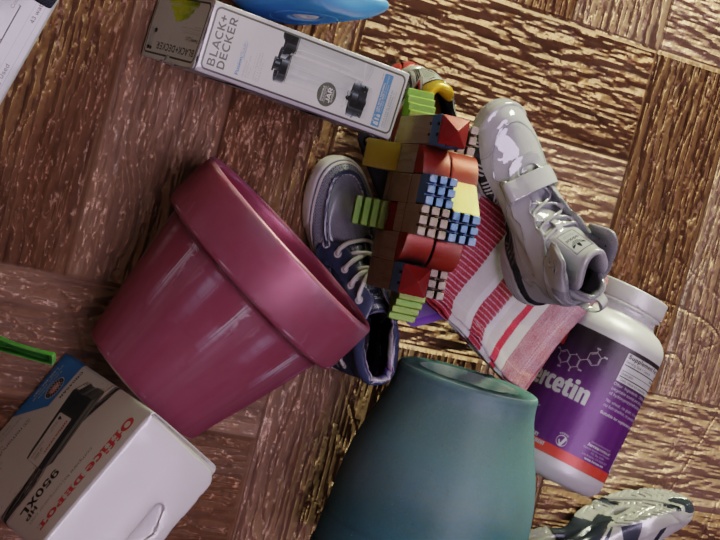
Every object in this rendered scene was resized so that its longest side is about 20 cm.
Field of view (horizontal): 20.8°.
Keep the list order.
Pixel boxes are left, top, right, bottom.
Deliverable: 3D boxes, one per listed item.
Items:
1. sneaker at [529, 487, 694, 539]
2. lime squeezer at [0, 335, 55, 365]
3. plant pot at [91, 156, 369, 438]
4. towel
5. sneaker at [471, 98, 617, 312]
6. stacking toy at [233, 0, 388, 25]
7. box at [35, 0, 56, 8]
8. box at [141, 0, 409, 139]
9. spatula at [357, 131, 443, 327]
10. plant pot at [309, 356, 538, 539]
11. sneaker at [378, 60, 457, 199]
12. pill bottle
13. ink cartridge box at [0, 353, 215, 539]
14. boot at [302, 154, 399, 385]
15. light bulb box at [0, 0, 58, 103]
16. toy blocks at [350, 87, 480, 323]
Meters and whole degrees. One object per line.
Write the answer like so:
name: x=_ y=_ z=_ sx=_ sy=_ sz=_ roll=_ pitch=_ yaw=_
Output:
sneaker: x=0.253 y=0.307 z=1.982 sx=0.198 sy=0.079 sz=0.131 roll=-21 pitch=112 yaw=-24
lime squeezer: x=-0.344 y=0.060 z=1.603 sx=0.198 sy=0.071 sz=0.038 roll=6 pitch=118 yaw=0
plant pot: x=-0.121 y=0.036 z=1.658 sx=0.179 sy=0.200 sz=0.200 roll=-42 pitch=119 yaw=3
towel: x=0.134 y=0.004 z=1.801 sx=0.144 sy=0.023 sz=0.200 roll=-51 pitch=124 yaw=-10
sneaker: x=0.165 y=-0.054 z=1.726 sx=0.075 sy=0.115 sz=0.202 roll=-26 pitch=114 yaw=-25
stacking toy: x=-0.041 y=-0.315 z=1.674 sx=0.115 sy=0.109 sz=0.202 roll=6 pitch=88 yaw=-45
box: x=-0.296 y=-0.291 z=1.468 sx=0.157 sy=0.200 sz=0.051 roll=31 pitch=108 yaw=-32
box: x=-0.072 y=-0.175 z=1.669 sx=0.199 sy=0.116 sz=0.061 roll=17 pitch=93 yaw=-30
spatula: x=0.037 y=-0.041 z=1.767 sx=0.056 sy=0.021 sz=0.201 roll=-15 pitch=118 yaw=13
plant pot: x=0.074 y=0.185 z=1.779 sx=0.199 sy=0.200 sz=0.190 roll=13 pitch=96 yaw=-31
sneaker: x=0.060 y=-0.086 z=1.782 sx=0.077 sy=0.082 sz=0.202 roll=-20 pitch=111 yaw=-25
pill bottle: x=0.220 y=0.109 z=1.899 sx=0.112 sy=0.112 sz=0.201 roll=27 pitch=87 yaw=-31
ink cartridge box: x=-0.226 y=0.168 z=1.610 sx=0.145 sy=0.200 sz=0.084 roll=-51 pitch=120 yaw=-10
boot: x=0.000 y=0.000 z=1.763 sx=0.072 sy=0.090 sz=0.202 roll=-12 pitch=107 yaw=-26
light bulb box: x=-0.373 y=-0.182 z=1.494 sx=0.199 sy=0.125 sz=0.199 roll=31 pitch=86 yaw=-30
toy blocks: x=0.060 y=-0.053 z=1.664 sx=0.099 sy=0.137 sz=0.202 roll=12 pitch=91 yaw=-15
